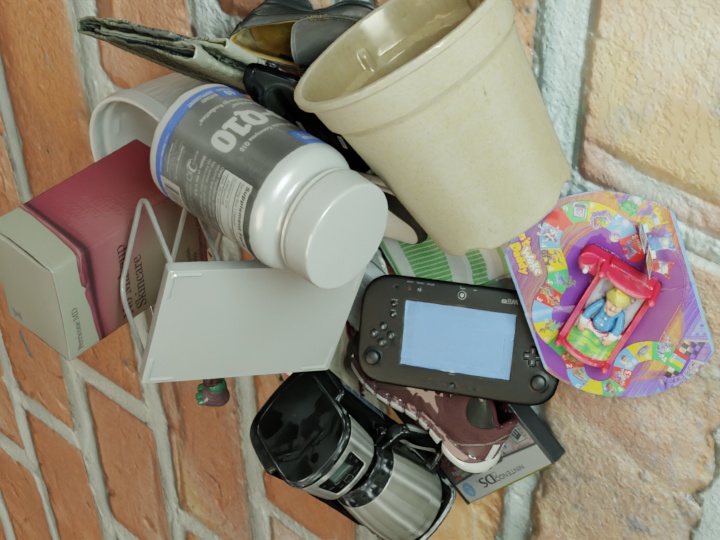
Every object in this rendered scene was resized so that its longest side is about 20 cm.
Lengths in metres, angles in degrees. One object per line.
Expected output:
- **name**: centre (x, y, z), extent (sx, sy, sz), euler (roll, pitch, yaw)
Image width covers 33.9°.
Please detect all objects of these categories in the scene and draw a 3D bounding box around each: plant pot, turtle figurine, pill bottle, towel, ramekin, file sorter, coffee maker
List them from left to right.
- **ramekin**: centre (-0.202, -0.126, 1.336), extent (0.199, 0.105, 0.202), euler (30, 139, 30)
- **towel**: centre (-0.153, -0.208, 1.168), extent (0.191, 0.199, 0.035), euler (21, 95, 38)
- **turtle figurine**: centre (-0.185, 0.079, 1.457), extent (0.100, 0.149, 0.201), euler (37, 155, 30)
- **file sorter**: centre (-0.121, 0.011, 1.155), extent (0.125, 0.197, 0.140), euler (62, 142, 41)
- **pill bottle**: centre (-0.078, -0.071, 1.005), extent (0.199, 0.113, 0.115), euler (32, 140, 33)
- **coffee maker**: centre (-0.022, 0.198, 1.277), extent (0.191, 0.136, 0.200), euler (13, 158, 49)
- **towel**: centre (0.082, -0.045, 1.155), extent (0.199, 0.023, 0.154), euler (-19, 104, 53)
- **plant pot**: centre (0.076, -0.122, 0.974), extent (0.199, 0.201, 0.184), euler (-5, 127, 50)

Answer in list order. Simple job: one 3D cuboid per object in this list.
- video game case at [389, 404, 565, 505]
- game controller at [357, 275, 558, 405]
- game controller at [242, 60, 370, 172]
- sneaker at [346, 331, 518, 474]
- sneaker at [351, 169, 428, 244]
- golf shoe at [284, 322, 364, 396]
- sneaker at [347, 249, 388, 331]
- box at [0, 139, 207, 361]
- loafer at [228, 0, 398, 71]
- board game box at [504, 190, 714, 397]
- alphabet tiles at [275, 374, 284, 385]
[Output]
- **video game case**: centre (0.106, 0.151, 1.288), extent (0.201, 0.025, 0.181), euler (51, 145, 2)
- **game controller**: centre (0.095, 0.065, 1.131), extent (0.197, 0.042, 0.106), euler (7, 105, 15)
- **game controller**: centre (-0.044, -0.141, 1.116), extent (0.103, 0.043, 0.200), euler (12, 170, 13)
- **sneaker**: centre (0.083, 0.106, 1.210), extent (0.199, 0.076, 0.116), euler (39, 133, 9)
- **sneaker**: centre (-0.029, -0.059, 1.129), extent (0.197, 0.081, 0.074), euler (20, 158, -6)
- **golf shoe**: centre (-0.050, 0.082, 1.339), extent (0.076, 0.090, 0.202), euler (-113, 12, -57)
- **sneaker**: centre (0.000, 0.000, 1.239), extent (0.200, 0.070, 0.074), euler (44, 133, 25)
- **box**: centre (-0.267, -0.025, 1.232), extent (0.108, 0.199, 0.129), euler (30, 139, 29)
- **loafer**: centre (-0.039, -0.211, 1.108), extent (0.198, 0.072, 0.074), euler (14, 128, 41)
- **board game box**: centre (0.208, 0.033, 1.016), extent (0.156, 0.039, 0.202), euler (-11, 111, 29)
- **alphabet tiles**: centre (-0.089, 0.157, 1.434), extent (0.167, 0.007, 0.203), euler (-176, 66, -83)
